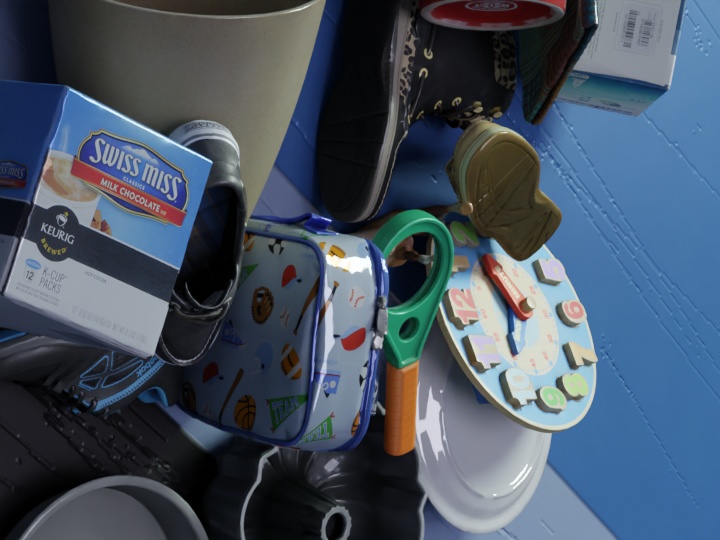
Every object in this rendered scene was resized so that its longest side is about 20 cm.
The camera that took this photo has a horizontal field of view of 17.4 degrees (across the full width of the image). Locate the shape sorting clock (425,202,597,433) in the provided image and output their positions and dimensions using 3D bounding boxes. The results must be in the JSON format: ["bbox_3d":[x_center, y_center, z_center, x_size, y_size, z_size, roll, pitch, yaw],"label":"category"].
[{"bbox_3d":[0.124,0.034,1.883,0.199,0.039,0.201,27,48,-34],"label":"shape sorting clock"}]

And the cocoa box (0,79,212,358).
[{"bbox_3d":[-0.215,-0.038,1.459,0.133,0.199,0.132,27,77,-44],"label":"cocoa box"}]

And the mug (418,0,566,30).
[{"bbox_3d":[0.080,-0.284,1.741,0.133,0.176,0.202,10,77,-56],"label":"mug"}]

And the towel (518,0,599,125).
[{"bbox_3d":[0.145,-0.232,1.802,0.022,0.147,0.201,5,60,-13],"label":"towel"}]

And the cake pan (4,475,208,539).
[{"bbox_3d":[-0.188,0.238,1.647,0.199,0.037,0.202,-11,106,-41],"label":"cake pan"}]

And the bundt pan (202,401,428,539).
[{"bbox_3d":[-0.043,0.185,1.766,0.201,0.075,0.204,-10,104,-44],"label":"bundt pan"}]

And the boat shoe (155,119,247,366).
[{"bbox_3d":[-0.105,-0.002,1.529,0.069,0.066,0.201,-2,133,-20],"label":"boat shoe"}]

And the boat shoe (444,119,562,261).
[{"bbox_3d":[0.099,-0.068,1.815,0.074,0.066,0.200,-44,155,-6],"label":"boat shoe"}]

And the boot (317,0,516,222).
[{"bbox_3d":[0.046,-0.127,1.812,0.150,0.073,0.202,13,83,-46],"label":"boot"}]

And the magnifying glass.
[{"bbox_3d":[0.031,0.047,1.712,0.079,0.022,0.201,-23,128,-34],"label":"magnifying glass"}]

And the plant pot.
[{"bbox_3d":[-0.122,-0.106,1.579,0.187,0.187,0.202,-18,124,-43],"label":"plant pot"}]

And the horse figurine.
[{"bbox_3d":[0.000,0.000,1.762,0.200,0.132,0.050,-37,108,-24],"label":"horse figurine"}]

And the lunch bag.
[{"bbox_3d":[-0.057,0.037,1.638,0.075,0.199,0.162,5,94,-38],"label":"lunch bag"}]

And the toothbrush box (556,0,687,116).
[{"bbox_3d":[0.207,-0.209,1.874,0.200,0.085,0.148,113,-11,-87],"label":"toothbrush box"}]

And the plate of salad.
[{"bbox_3d":[0.092,0.111,1.908,0.199,0.048,0.202,3,86,-50],"label":"plate of salad"}]

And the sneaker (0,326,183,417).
[{"bbox_3d":[-0.190,0.064,1.595,0.199,0.073,0.083,-6,103,-44],"label":"sneaker"}]
